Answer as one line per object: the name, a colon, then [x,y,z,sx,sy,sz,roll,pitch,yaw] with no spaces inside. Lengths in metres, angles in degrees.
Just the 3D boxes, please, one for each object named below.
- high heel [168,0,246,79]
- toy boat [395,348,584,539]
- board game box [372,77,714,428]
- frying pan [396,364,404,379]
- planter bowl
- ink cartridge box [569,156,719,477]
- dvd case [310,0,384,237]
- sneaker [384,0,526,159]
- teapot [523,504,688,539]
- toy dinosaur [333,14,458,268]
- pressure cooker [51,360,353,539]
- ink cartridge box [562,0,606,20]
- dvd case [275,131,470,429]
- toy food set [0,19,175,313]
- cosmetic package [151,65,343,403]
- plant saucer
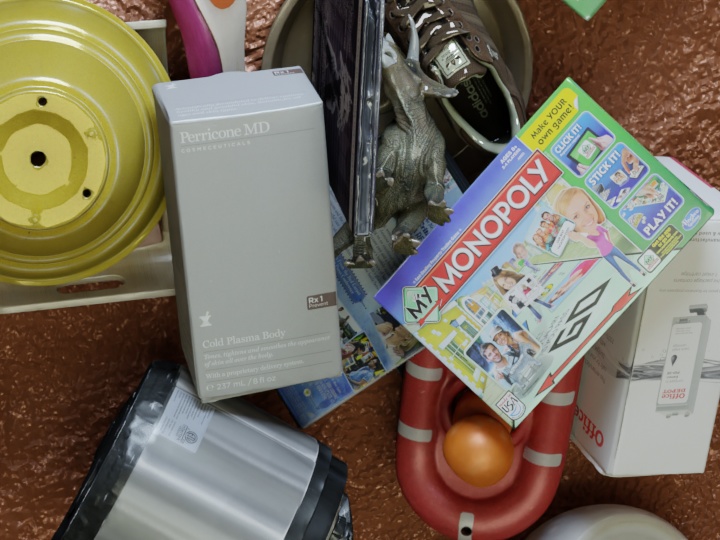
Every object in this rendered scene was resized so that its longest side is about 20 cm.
high heel: [-0.117,-0.145,1.293,0.096,0.067,0.201,-19,98,32]
toy boat: [0.088,0.112,1.352,0.129,0.131,0.202,9,116,6]
board game box: [0.123,-0.011,1.268,0.134,0.029,0.200,42,101,2]
frying pan: [0.048,0.025,1.399,0.189,0.031,0.115,35,104,-23]
planter bowl: [-0.212,-0.079,1.229,0.199,0.083,0.202,-2,103,-11]
ink cartridge box: [0.205,0.031,1.374,0.082,0.147,0.202,1,111,-18]
dvd case: [-0.011,-0.125,1.211,0.016,0.200,0.150,-1,111,-10]
sneaker: [0.059,-0.162,1.279,0.070,0.076,0.200,-37,114,4]
teapot: [0.178,0.281,1.472,0.197,0.146,0.201,-34,97,-32]
toy dinosaur: [0.025,-0.061,1.262,0.076,0.103,0.201,14,136,-2]
pressure cooker: [-0.098,0.179,1.299,0.199,0.179,0.177,28,83,-7]
ink cartridge box: [0.162,-0.298,1.273,0.145,0.088,0.200,38,101,-22]
dvd case: [0.000,0.000,1.327,0.199,0.018,0.143,-34,83,14]
toy food set: [-0.197,-0.073,1.300,0.142,0.060,0.202,-6,112,-9]
cosmetic package: [-0.074,-0.027,1.244,0.106,0.090,0.202,-10,117,-10]
plant saucer: [0.025,-0.142,1.337,0.198,0.029,0.202,-4,112,-11]
